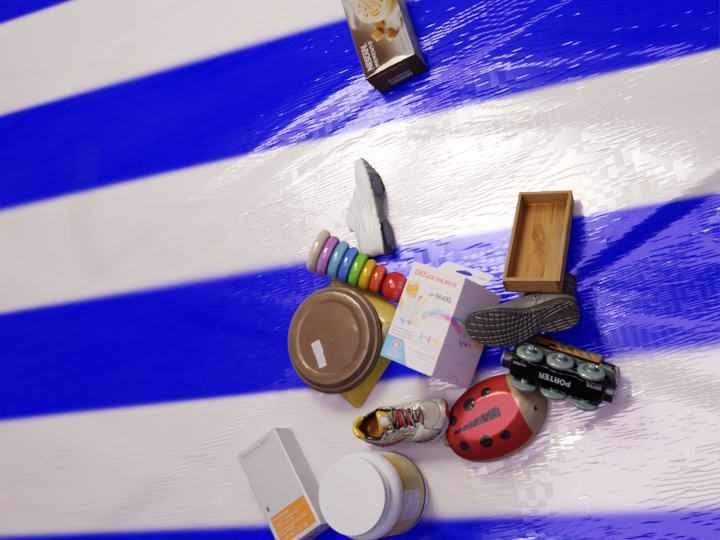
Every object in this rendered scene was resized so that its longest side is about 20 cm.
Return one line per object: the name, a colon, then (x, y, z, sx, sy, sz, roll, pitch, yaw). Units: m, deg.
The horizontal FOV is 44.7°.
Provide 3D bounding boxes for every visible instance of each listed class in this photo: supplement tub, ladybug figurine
supplement tub: (0.022, 0.385, 1.509, 0.141, 0.199, 0.148, -5, 77, 23)
ladybug figurine: (0.227, 0.256, 1.515, 0.198, 0.072, 0.138, -34, 68, 15)

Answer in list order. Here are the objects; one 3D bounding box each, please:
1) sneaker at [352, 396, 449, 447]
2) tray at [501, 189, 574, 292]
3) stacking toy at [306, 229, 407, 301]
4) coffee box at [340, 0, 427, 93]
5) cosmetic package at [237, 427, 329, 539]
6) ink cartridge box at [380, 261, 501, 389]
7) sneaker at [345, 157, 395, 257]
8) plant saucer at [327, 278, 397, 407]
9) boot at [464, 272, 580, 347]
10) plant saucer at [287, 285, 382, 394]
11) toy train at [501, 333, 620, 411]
sneaker: (0.072, 0.274, 1.556, 0.197, 0.082, 0.080, -23, 66, 31)
tray: (0.310, -0.052, 1.514, 0.097, 0.037, 0.203, -1, 51, 24)
stacking toy: (0.000, 0.000, 1.658, 0.197, 0.085, 0.087, 24, 89, 7)
coffee box: (0.045, -0.475, 1.744, 0.112, 0.079, 0.204, -22, 71, 19)
cosmetic package: (-0.140, 0.410, 1.649, 0.101, 0.071, 0.202, -37, 67, 13)
ink cartridge box: (0.146, 0.084, 1.542, 0.127, 0.124, 0.204, 17, 86, 43)
sneaker: (0.006, -0.120, 1.695, 0.086, 0.074, 0.205, -16, 72, 25)
plant saucer: (-0.029, 0.122, 1.672, 0.199, 0.048, 0.202, 36, 95, 27)
boot: (0.278, 0.065, 1.503, 0.195, 0.132, 0.071, -7, 113, 11)
plant saucer: (-0.054, 0.127, 1.640, 0.196, 0.029, 0.205, -5, 79, 23)
toy train: (0.337, 0.163, 1.463, 0.196, 0.114, 0.087, 16, 117, 23)
